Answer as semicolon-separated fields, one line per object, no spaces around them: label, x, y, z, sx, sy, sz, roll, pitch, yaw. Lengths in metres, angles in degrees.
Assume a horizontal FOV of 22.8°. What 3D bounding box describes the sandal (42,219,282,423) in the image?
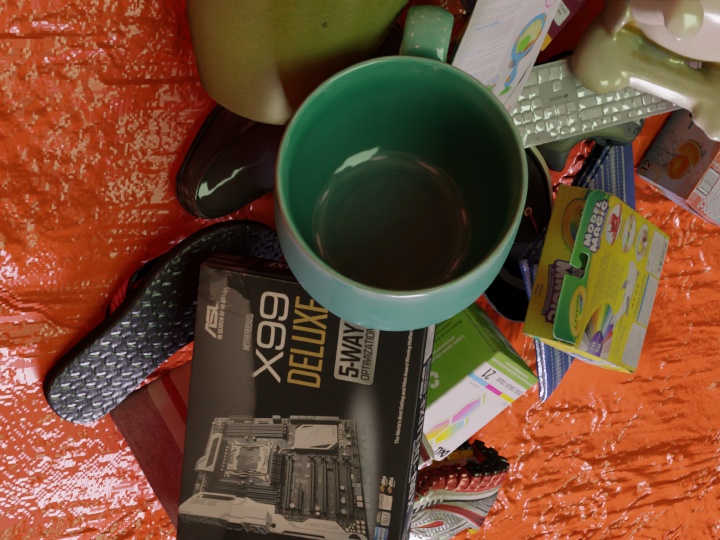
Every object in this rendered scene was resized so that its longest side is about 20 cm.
sandal;-0.143;0.026;1.248;0.200;0.045;0.075;-39;127;6

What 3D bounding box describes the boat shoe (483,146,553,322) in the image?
boat shoe;0.107;-0.042;1.360;0.063;0.073;0.202;-61;143;-33

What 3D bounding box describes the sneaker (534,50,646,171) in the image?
sneaker;0.201;-0.141;1.375;0.199;0.074;0.081;-23;106;-16

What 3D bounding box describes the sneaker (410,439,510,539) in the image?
sneaker;0.035;0.194;1.441;0.199;0.078;0.083;-3;117;-35

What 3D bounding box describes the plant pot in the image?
plant pot;-0.037;-0.199;1.122;0.186;0.187;0.201;-10;133;-32

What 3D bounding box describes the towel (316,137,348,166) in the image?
towel;-0.005;-0.028;1.226;0.086;0.018;0.201;-28;136;-22

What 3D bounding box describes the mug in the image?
mug;0.033;-0.051;1.108;0.185;0.152;0.114;-45;169;-15

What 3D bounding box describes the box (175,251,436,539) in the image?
box;-0.036;0.098;1.204;0.050;0.157;0.201;-45;144;-72

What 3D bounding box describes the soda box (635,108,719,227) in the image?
soda box;0.315;-0.139;1.472;0.063;0.068;0.200;30;95;-43

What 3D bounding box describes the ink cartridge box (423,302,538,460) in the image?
ink cartridge box;0.021;0.106;1.322;0.200;0.076;0.148;-40;160;6

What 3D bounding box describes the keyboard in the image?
keyboard;0.188;-0.137;1.326;0.199;0.011;0.057;-15;106;-21

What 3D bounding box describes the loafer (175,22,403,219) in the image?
loafer;-0.040;-0.103;1.226;0.200;0.072;0.073;-43;133;-8

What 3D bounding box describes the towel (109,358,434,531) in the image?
towel;-0.063;0.113;1.253;0.199;0.023;0.144;-28;94;18

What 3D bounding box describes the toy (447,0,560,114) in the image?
toy;0.079;-0.151;1.197;0.115;0.047;0.201;-30;147;-45

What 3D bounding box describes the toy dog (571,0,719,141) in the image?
toy dog;0.264;-0.213;1.250;0.194;0.139;0.200;-61;180;-29

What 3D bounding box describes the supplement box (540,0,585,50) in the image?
supplement box;0.142;-0.273;1.259;0.200;0.086;0.110;-49;132;-3

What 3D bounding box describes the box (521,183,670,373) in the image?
box;0.176;0.008;1.344;0.200;0.048;0.118;24;80;-67

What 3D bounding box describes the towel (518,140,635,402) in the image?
towel;0.173;-0.014;1.407;0.200;0.024;0.145;-54;145;-40
